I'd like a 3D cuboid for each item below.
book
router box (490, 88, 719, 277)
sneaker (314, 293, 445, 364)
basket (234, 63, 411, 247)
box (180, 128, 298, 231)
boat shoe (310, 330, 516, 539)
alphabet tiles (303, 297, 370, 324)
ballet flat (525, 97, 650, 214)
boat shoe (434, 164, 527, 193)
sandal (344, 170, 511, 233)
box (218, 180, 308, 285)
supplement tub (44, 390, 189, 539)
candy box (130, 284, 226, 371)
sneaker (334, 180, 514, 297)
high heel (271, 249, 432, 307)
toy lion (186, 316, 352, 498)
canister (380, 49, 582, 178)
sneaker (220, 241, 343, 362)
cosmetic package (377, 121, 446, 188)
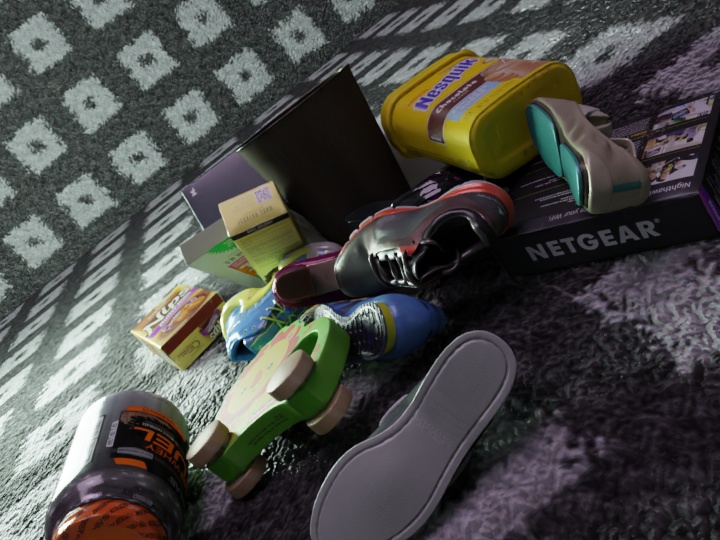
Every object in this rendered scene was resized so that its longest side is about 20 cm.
[{"bbox_3d":[-0.135,-0.037,0.965,0.133,0.048,0.200,-32,-20,15],"label":"book"},{"bbox_3d":[0.228,-0.075,0.638,0.199,0.051,0.149,-14,34,46],"label":"router box"},{"bbox_3d":[0.014,0.059,0.715,0.078,0.066,0.200,-8,-3,-26],"label":"sneaker"},{"bbox_3d":[-0.023,-0.120,0.863,0.180,0.200,0.136,-45,18,-24],"label":"basket"},{"bbox_3d":[-0.143,-0.097,1.054,0.148,0.107,0.200,-35,-18,7],"label":"box"},{"bbox_3d":[0.044,0.130,0.511,0.200,0.076,0.060,-46,-17,4],"label":"boat shoe"},{"bbox_3d":[0.013,0.000,0.874,0.195,0.015,0.200,-13,33,47],"label":"alphabet tiles"},{"bbox_3d":[0.196,-0.106,0.609,0.069,0.070,0.200,-31,27,16],"label":"ballet flat"},{"bbox_3d":[0.133,-0.098,0.804,0.200,0.072,0.068,-44,19,-21],"label":"boat shoe"},{"bbox_3d":[0.059,-0.071,0.732,0.200,0.048,0.075,-3,25,40],"label":"sandal"},{"bbox_3d":[-0.105,-0.032,0.877,0.075,0.200,0.050,-24,65,1],"label":"box"},{"bbox_3d":[-0.231,0.213,0.684,0.122,0.123,0.200,-37,22,3],"label":"supplement tub"},{"bbox_3d":[-0.284,0.085,1.112,0.117,0.057,0.200,-47,22,-20],"label":"candy box"},{"bbox_3d":[0.045,-0.018,0.654,0.200,0.077,0.082,-29,18,34],"label":"sneaker"},{"bbox_3d":[0.000,0.000,0.781,0.199,0.068,0.096,-6,0,-6],"label":"high heel"},{"bbox_3d":[-0.082,0.113,0.700,0.200,0.069,0.192,-41,16,28],"label":"toy lion"},{"bbox_3d":[0.129,-0.178,0.784,0.148,0.087,0.200,-36,28,-10],"label":"canister"},{"bbox_3d":[-0.090,0.050,0.853,0.200,0.076,0.105,-35,37,26],"label":"sneaker"},{"bbox_3d":[0.035,-0.149,1.011,0.199,0.108,0.085,-29,22,17],"label":"cosmetic package"}]
